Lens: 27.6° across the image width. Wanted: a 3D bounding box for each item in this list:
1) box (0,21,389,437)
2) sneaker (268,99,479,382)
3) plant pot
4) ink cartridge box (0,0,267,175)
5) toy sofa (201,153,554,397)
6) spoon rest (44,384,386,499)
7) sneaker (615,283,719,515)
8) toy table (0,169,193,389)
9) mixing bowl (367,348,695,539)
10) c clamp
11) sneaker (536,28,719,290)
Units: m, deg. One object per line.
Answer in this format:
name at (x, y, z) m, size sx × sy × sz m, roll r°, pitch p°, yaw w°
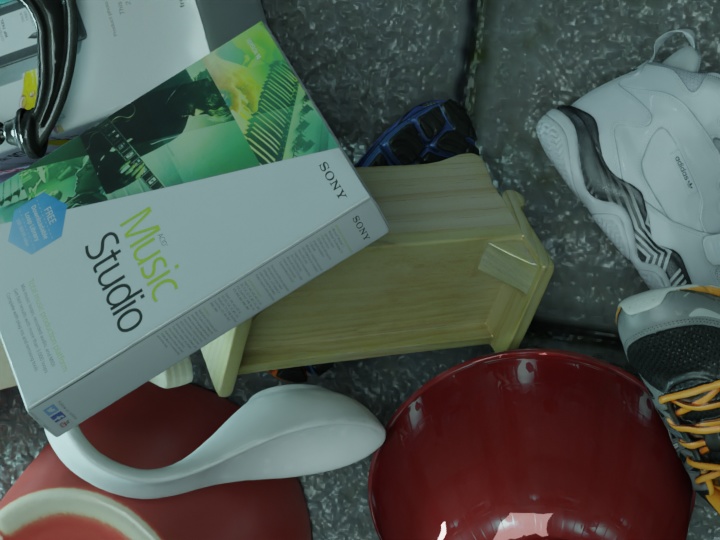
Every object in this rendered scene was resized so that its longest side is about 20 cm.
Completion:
box at (-0.101, -0.026, 0.755) m, size 0.198 × 0.036 × 0.145 m, roll -31°, pitch 54°, yaw -1°
sneaker at (-0.007, -0.029, 0.901) m, size 0.200 × 0.078 × 0.075 m, roll -48°, pitch 123°, yaw -4°
plant pot at (-0.142, 0.181, 0.895) m, size 0.197 × 0.177 × 0.204 m, roll 1°, pitch 96°, yaw 11°
ink cartridge box at (-0.173, -0.153, 0.891) m, size 0.197 × 0.147 × 0.148 m, roll -16°, pitch 92°, yaw 14°
toy sofa at (0.000, 0.000, 0.832) m, size 0.083 × 0.197 × 0.098 m, roll 108°, pitch 146°, yaw -41°
spoon rest at (-0.080, 0.098, 0.826) m, size 0.197 × 0.099 × 0.061 m, roll 7°, pitch 63°, yaw -22°
sneaker at (0.202, 0.082, 0.810) m, size 0.078 × 0.078 × 0.200 m, roll -18°, pitch 131°, yaw 32°
toy table at (-0.152, -0.004, 0.893) m, size 0.197 × 0.184 × 0.119 m, roll -10°, pitch 104°, yaw -19°
mixing bowl at (0.101, 0.157, 0.838) m, size 0.197 × 0.109 × 0.203 m, roll 1°, pitch 117°, yaw 2°
c clamp at (-0.246, -0.100, 0.827) m, size 0.197 × 0.027 × 0.174 m, roll -6°, pitch 89°, yaw 15°
sneaker at (0.202, -0.040, 0.853) m, size 0.115 × 0.075 × 0.201 m, roll -39°, pitch 88°, yaw 11°
